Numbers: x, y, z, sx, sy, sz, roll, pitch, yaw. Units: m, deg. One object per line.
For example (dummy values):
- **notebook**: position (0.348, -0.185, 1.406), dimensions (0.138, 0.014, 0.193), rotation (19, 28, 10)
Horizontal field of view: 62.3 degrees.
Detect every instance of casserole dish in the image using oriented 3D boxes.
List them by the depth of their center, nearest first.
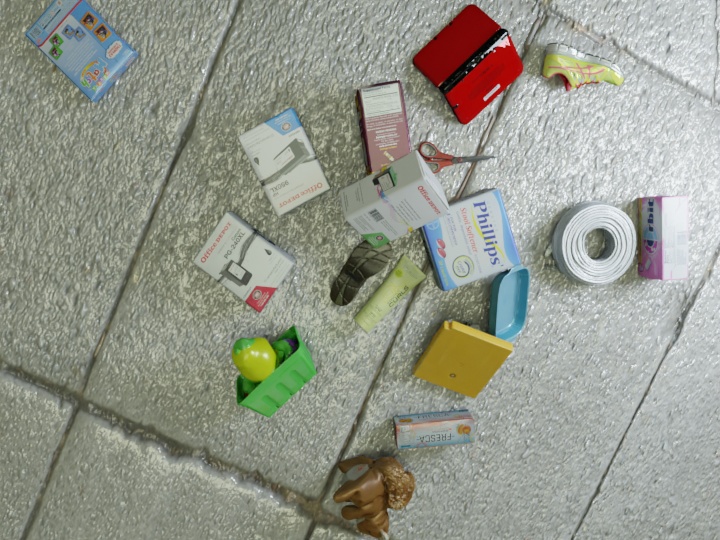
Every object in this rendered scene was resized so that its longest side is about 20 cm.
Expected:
- **casserole dish**: position (0.352, 0.079, 1.425), dimensions (0.119, 0.038, 0.205), rotation (-18, 117, -34)

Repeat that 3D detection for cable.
- **cable**: position (0.563, -0.066, 1.437), dimensions (0.196, 0.069, 0.204), rotation (19, 95, -5)

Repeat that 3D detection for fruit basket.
- **fruit basket**: position (-0.225, 0.215, 1.388), dimensions (0.210, 0.156, 0.221), rotation (-4, 109, -12)

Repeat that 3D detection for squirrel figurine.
- **squirrel figurine**: position (0.046, 0.559, 1.456), dimensions (0.196, 0.142, 0.190), rotation (-21, 104, 3)

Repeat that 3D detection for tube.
- **tube**: position (0.066, 0.060, 1.441), dimensions (0.200, 0.052, 0.058), rotation (-47, 137, -2)

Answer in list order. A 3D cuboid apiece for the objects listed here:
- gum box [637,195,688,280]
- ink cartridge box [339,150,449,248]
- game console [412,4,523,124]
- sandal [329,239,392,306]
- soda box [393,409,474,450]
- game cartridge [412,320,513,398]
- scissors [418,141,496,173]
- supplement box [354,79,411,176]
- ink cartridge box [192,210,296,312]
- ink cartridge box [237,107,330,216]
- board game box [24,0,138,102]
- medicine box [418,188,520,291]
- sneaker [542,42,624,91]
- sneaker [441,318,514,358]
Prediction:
- **gum box**: position (0.720, -0.074, 1.420), dimensions (0.064, 0.114, 0.205), rotation (-4, 97, -2)
- **ink cartridge box**: position (0.076, -0.151, 1.307), dimensions (0.197, 0.145, 0.085), rotation (-25, 54, 20)
- **game console**: position (0.253, -0.482, 1.400), dimensions (0.199, 0.119, 0.173), rotation (-42, 128, 3)
- **sandal**: position (0.000, 0.000, 1.431), dimensions (0.081, 0.055, 0.202), rotation (36, 108, 0)
- **soda box**: position (0.180, 0.393, 1.473), dimensions (0.195, 0.068, 0.065), rotation (-4, 97, -2)
- **game cartridge**: position (0.240, 0.212, 1.417), dimensions (0.173, 0.033, 0.202), rotation (21, 130, -7)
- **scissors**: position (0.225, -0.258, 1.429), dimensions (0.195, 0.014, 0.075), rotation (10, 94, -5)
- **supplement box**: position (0.053, -0.311, 1.354), dimensions (0.101, 0.131, 0.205), rotation (-9, 96, -1)
- **ink cartridge box**: position (-0.272, -0.022, 1.395), dimensions (0.198, 0.083, 0.146), rotation (36, 94, -6)
- **ink cartridge box**: position (-0.171, -0.246, 1.374), dimensions (0.142, 0.084, 0.203), rotation (-27, 98, 1)
- **board game box**: position (-0.628, -0.510, 1.345), dimensions (0.151, 0.037, 0.200), rotation (-45, 96, 3)
- **medicine box**: position (0.250, -0.075, 1.405), dimensions (0.196, 0.103, 0.186), rotation (-20, 97, 1)
- **sneaker**: position (0.515, -0.459, 1.392), dimensions (0.196, 0.078, 0.092), rotation (19, 104, 1)
- **sneaker**: position (0.285, 0.170, 1.454), dimensions (0.195, 0.075, 0.083), rotation (12, 87, -4)
